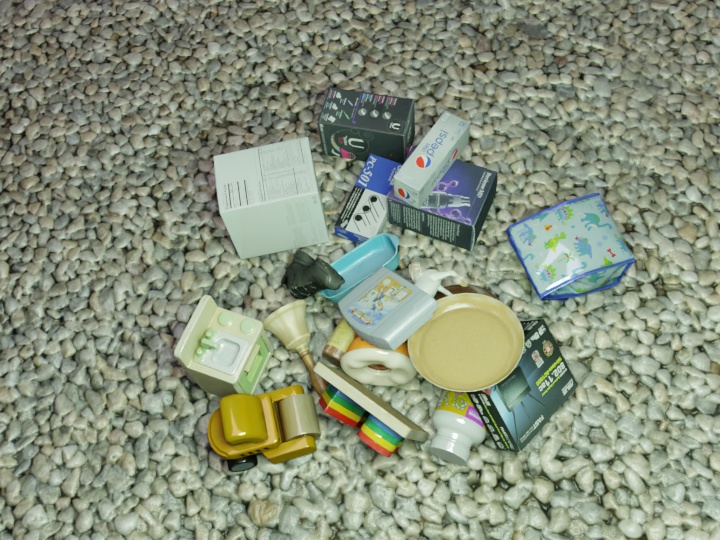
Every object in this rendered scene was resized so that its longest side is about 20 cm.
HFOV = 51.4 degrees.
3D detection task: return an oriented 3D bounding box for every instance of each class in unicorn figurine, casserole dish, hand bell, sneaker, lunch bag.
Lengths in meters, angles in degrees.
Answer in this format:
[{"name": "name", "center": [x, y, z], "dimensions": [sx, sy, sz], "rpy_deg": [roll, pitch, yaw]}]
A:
[{"name": "unicorn figurine", "center": [0.132, 0.039, 1.428], "dimensions": [0.136, 0.074, 0.200], "rpy_deg": [18, 34, 24]}, {"name": "casserole dish", "center": [0.000, 0.000, 1.522], "dimensions": [0.199, 0.039, 0.121], "rpy_deg": [-32, 31, 3]}, {"name": "hand bell", "center": [-0.105, 0.169, 1.466], "dimensions": [0.104, 0.104, 0.201], "rpy_deg": [-28, 75, -9]}, {"name": "sneaker", "center": [-0.098, 0.022, 1.496], "dimensions": [0.076, 0.200, 0.091], "rpy_deg": [41, 80, -23]}, {"name": "lunch bag", "center": [0.409, -0.038, 1.487], "dimensions": [0.198, 0.128, 0.171], "rpy_deg": [-15, 62, -13]}]

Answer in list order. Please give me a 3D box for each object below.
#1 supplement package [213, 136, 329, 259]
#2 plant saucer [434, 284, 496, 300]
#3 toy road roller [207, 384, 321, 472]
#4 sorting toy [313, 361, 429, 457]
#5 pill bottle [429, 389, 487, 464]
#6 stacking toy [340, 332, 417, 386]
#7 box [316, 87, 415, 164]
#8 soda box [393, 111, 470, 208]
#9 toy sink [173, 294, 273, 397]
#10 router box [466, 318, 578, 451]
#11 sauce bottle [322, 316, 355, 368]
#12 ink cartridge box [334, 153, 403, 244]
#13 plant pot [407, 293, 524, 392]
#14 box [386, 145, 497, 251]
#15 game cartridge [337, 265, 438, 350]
[{"name": "supplement package", "center": [-0.182, -0.148, 1.566], "dimensions": [0.198, 0.192, 0.148], "rpy_deg": [-11, 61, -1]}, {"name": "plant saucer", "center": [0.168, 0.090, 1.440], "dimensions": [0.199, 0.037, 0.201], "rpy_deg": [-22, 33, 15]}, {"name": "toy road roller", "center": [-0.180, 0.280, 1.369], "dimensions": [0.198, 0.146, 0.124], "rpy_deg": [-15, 62, -2]}, {"name": "sorting toy", "center": [0.010, 0.259, 1.340], "dimensions": [0.199, 0.199, 0.070], "rpy_deg": [34, 86, 20]}, {"name": "pill bottle", "center": [0.194, 0.247, 1.373], "dimensions": [0.103, 0.104, 0.201], "rpy_deg": [18, 66, 14]}, {"name": "stacking toy", "center": [0.043, 0.108, 1.432], "dimensions": [0.145, 0.147, 0.202], "rpy_deg": [3, 59, 7]}, {"name": "box", "center": [0.015, -0.319, 1.674], "dimensions": [0.198, 0.123, 0.107], "rpy_deg": [11, 63, 11]}, {"name": "soda box", "center": [0.146, -0.226, 1.526], "dimensions": [0.063, 0.068, 0.201], "rpy_deg": [30, 69, 18]}, {"name": "toy sink", "center": [-0.248, 0.155, 1.411], "dimensions": [0.111, 0.200, 0.131], "rpy_deg": [17, 64, 14]}, {"name": "router box", "center": [0.287, 0.202, 1.340], "dimensions": [0.200, 0.062, 0.151], "rpy_deg": [-37, 103, -32]}, {"name": "sauce bottle", "center": [-0.002, 0.098, 1.491], "dimensions": [0.066, 0.066, 0.201], "rpy_deg": [27, 70, 18]}, {"name": "ink cartridge box", "center": [0.025, -0.152, 1.631], "dimensions": [0.093, 0.044, 0.201], "rpy_deg": [20, 66, 13]}, {"name": "plant pot", "center": [0.181, 0.126, 1.289], "dimensions": [0.198, 0.028, 0.201], "rpy_deg": [-6, 51, 8]}, {"name": "box", "center": [0.172, -0.153, 1.583], "dimensions": [0.198, 0.105, 0.149], "rpy_deg": [18, 65, 15]}, {"name": "game cartridge", "center": [0.041, 0.068, 1.367], "dimensions": [0.133, 0.042, 0.200], "rpy_deg": [-36, 31, -13]}]
